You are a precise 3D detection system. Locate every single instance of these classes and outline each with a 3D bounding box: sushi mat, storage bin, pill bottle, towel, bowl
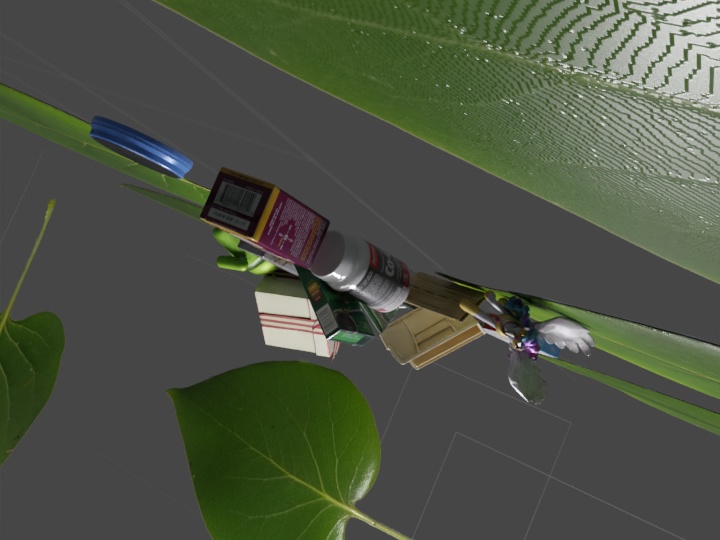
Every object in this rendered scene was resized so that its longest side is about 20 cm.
[{"bbox_3d":[0.155,0.050,1.618,0.199,0.096,0.012,19,138,48],"label":"sushi mat"},{"bbox_3d":[0.161,0.135,1.795,0.094,0.198,0.200,62,-173,15],"label":"storage bin"},{"bbox_3d":[0.000,0.000,1.598,0.114,0.114,0.200,19,174,45],"label":"pill bottle"},{"bbox_3d":[0.030,0.053,1.851,0.153,0.023,0.200,57,-165,-3],"label":"towel"},{"bbox_3d":[-0.416,-0.229,1.540,0.200,0.040,0.201,24,176,2],"label":"bowl"}]

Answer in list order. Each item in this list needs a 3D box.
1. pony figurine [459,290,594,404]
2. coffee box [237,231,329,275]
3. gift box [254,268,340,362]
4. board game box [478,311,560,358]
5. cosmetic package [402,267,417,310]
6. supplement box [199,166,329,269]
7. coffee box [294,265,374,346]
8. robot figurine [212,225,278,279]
[{"bbox_3d":[0.287,0.119,1.448,0.193,0.167,0.200,34,-173,-27],"label":"pony figurine"},{"bbox_3d":[-0.144,-0.058,1.673,0.080,0.114,0.200,20,176,36],"label":"coffee box"},{"bbox_3d":[-0.115,0.086,1.813,0.186,0.201,0.185,6,133,17],"label":"gift box"},{"bbox_3d":[0.369,0.151,1.955,0.152,0.041,0.200,25,176,-17],"label":"board game box"},{"bbox_3d":[0.089,0.034,1.818,0.101,0.072,0.200,21,175,31],"label":"cosmetic package"},{"bbox_3d":[-0.167,-0.091,1.453,0.130,0.104,0.200,20,175,31],"label":"supplement box"},{"bbox_3d":[-0.056,0.052,1.622,0.123,0.044,0.201,19,-141,-53],"label":"coffee box"},{"bbox_3d":[-0.235,-0.074,1.746,0.200,0.176,0.115,46,139,-19],"label":"robot figurine"}]
